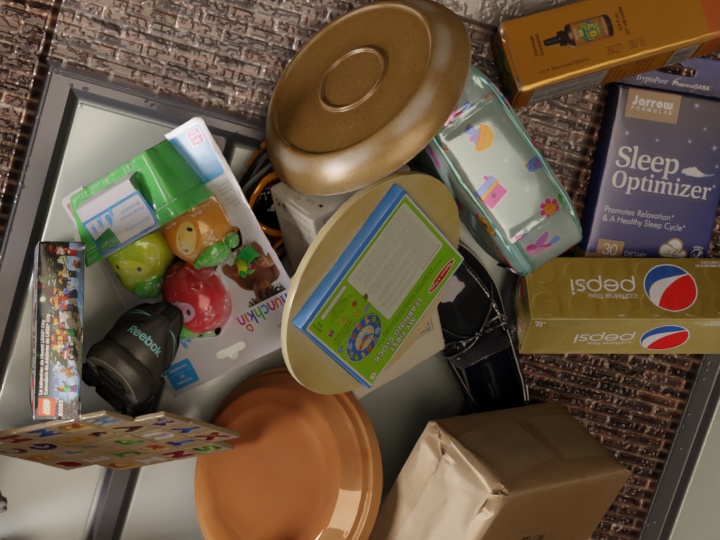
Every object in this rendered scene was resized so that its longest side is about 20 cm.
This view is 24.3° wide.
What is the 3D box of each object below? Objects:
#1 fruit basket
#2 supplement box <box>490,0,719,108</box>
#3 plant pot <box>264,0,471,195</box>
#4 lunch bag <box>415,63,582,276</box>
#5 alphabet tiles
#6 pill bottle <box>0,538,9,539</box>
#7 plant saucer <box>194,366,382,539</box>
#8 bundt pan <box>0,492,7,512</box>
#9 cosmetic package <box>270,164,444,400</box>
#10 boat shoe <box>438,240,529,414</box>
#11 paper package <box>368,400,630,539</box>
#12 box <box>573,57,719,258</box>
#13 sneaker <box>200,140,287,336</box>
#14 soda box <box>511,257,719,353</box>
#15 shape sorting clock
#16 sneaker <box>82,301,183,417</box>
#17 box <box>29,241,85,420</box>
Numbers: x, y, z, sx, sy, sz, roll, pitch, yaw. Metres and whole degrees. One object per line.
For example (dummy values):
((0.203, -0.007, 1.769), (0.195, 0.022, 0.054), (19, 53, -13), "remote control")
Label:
((-0.151, -0.005, 1.400), (0.185, 0.094, 0.201), (-25, 91, 38), "fruit basket")
((0.218, -0.203, 1.466), (0.199, 0.069, 0.067), (-15, 82, -8), "supplement box")
((-0.002, -0.152, 1.378), (0.200, 0.200, 0.027), (-43, 133, 2), "plant pot")
((0.103, -0.088, 1.436), (0.077, 0.160, 0.200), (-36, 102, -5), "lunch bag")
((-0.211, 0.146, 1.424), (0.166, 0.199, 0.006), (24, 59, -53), "alphabet tiles")
((-0.311, 0.348, 1.492), (0.112, 0.112, 0.201), (-25, 107, -3), "pill bottle")
((-0.072, 0.182, 1.461), (0.037, 0.200, 0.201), (16, 104, -54), "plant saucer")
((-0.401, 0.178, 1.401), (0.201, 0.202, 0.076), (-11, 74, -8), "bundt pan")
((0.000, 0.000, 1.438), (0.105, 0.071, 0.201), (-28, 130, -22), "cosmetic package")
((0.105, 0.060, 1.523), (0.074, 0.062, 0.201), (-23, 106, -2), "boat shoe")
((0.112, 0.221, 1.477), (0.200, 0.103, 0.191), (-3, 129, -49), "paper package")
((0.274, -0.098, 1.531), (0.121, 0.032, 0.201), (7, 102, -12), "box")
((-0.097, -0.023, 1.455), (0.078, 0.077, 0.201), (21, 101, -17), "sneaker")
((0.242, 0.033, 1.520), (0.199, 0.068, 0.064), (0, 148, -6), "soda box")
((0.009, 0.010, 1.364), (0.200, 0.039, 0.201), (-27, 132, -34), "shape sorting clock")
((-0.184, 0.076, 1.393), (0.075, 0.200, 0.079), (40, 73, -4), "sneaker")
((-0.249, 0.047, 1.365), (0.038, 0.200, 0.137), (2, 88, -12), "box")
